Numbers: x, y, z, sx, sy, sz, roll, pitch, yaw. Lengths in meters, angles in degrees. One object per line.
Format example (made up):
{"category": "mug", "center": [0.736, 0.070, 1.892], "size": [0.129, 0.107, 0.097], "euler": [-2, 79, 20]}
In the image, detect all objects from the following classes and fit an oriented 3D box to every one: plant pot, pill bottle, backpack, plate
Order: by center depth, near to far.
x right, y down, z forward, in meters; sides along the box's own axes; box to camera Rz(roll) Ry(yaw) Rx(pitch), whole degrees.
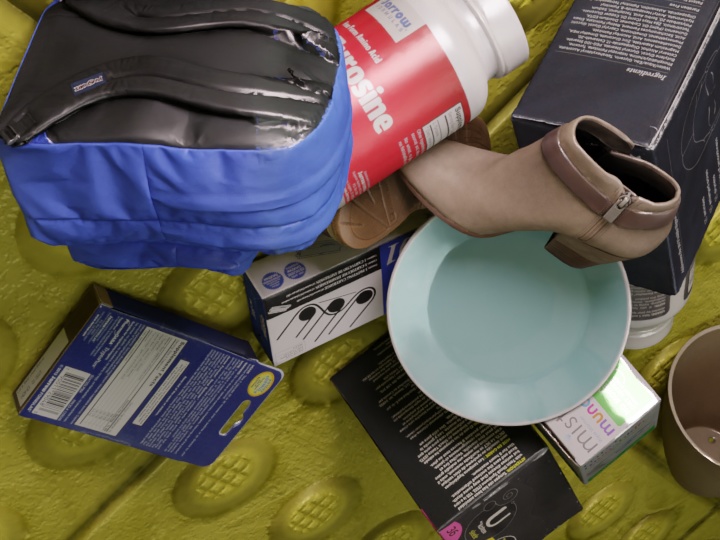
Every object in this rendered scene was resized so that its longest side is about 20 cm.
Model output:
{"category": "backpack", "center": [-0.101, -0.086, 0.884], "size": [0.198, 0.163, 0.168], "euler": [-1, 142, 9]}
{"category": "pill bottle", "center": [0.019, -0.136, 1.017], "size": [0.199, 0.112, 0.113], "euler": [-34, 143, -5]}
{"category": "plate", "center": [0.120, 0.030, 1.137], "size": [0.198, 0.026, 0.202], "euler": [2, 108, 5]}
{"category": "pill bottle", "center": [0.262, -0.017, 1.323], "size": [0.110, 0.111, 0.201], "euler": [-26, 141, -14]}
{"category": "plant pot", "center": [0.434, 0.192, 1.657], "size": [0.186, 0.188, 0.200], "euler": [-24, 155, -16]}

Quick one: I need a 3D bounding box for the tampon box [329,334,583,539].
{"category": "tampon box", "center": [0.091, 0.163, 1.310], "size": [0.126, 0.200, 0.150], "euler": [-36, 142, -1]}

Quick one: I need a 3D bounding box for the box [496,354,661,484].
{"category": "box", "center": [0.169, 0.082, 1.253], "size": [0.096, 0.200, 0.177], "euler": [-38, 162, -1]}

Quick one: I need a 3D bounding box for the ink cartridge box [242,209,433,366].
{"category": "ink cartridge box", "center": [0.000, 0.000, 1.197], "size": [0.199, 0.044, 0.094], "euler": [-25, 143, -16]}

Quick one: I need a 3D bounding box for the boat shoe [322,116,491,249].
{"category": "boat shoe", "center": [0.027, -0.077, 1.127], "size": [0.200, 0.072, 0.073], "euler": [-34, 122, -38]}

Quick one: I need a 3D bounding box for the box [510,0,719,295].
{"category": "box", "center": [0.229, -0.123, 1.127], "size": [0.197, 0.123, 0.200], "euler": [-61, 150, -25]}

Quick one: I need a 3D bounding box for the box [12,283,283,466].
{"category": "box", "center": [-0.171, 0.092, 1.150], "size": [0.199, 0.032, 0.121], "euler": [25, 111, -40]}

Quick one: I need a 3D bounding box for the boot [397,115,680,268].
{"category": "boot", "center": [0.133, -0.070, 1.018], "size": [0.146, 0.199, 0.071], "euler": [125, -11, -64]}
